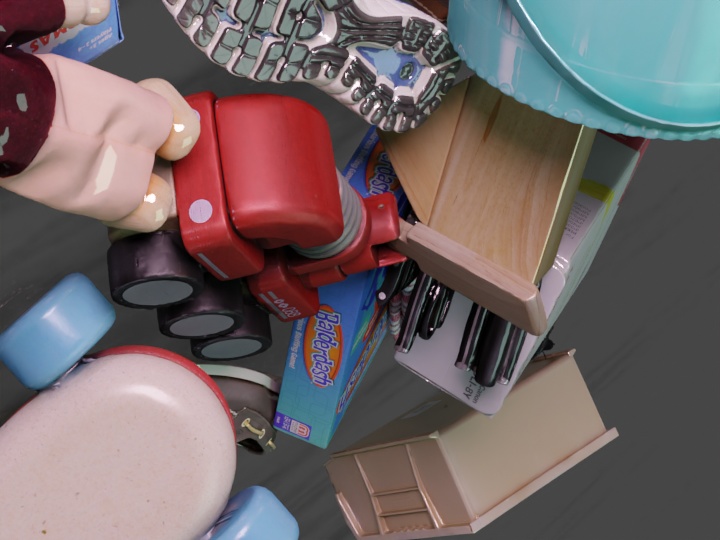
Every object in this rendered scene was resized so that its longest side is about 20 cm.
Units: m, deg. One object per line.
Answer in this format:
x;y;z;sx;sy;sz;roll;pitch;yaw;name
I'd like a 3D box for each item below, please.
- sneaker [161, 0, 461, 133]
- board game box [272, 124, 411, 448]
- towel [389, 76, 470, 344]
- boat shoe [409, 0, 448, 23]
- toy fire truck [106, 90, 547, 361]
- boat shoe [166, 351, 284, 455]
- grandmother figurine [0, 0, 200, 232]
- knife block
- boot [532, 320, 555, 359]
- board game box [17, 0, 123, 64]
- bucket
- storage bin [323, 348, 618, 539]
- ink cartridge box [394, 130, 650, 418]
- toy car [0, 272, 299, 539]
-0.040;-0.133;0.674;0.199;0.089;0.079;26;102;-48;sneaker
0.000;0.000;0.931;0.201;0.045;0.153;103;11;-45;board game box
0.058;-0.033;0.967;0.200;0.030;0.147;85;27;-73;towel
0.104;-0.194;0.858;0.199;0.076;0.074;-33;159;-36;boat shoe
-0.016;-0.018;0.711;0.198;0.130;0.176;-13;160;10;toy fire truck
-0.096;0.092;0.932;0.200;0.071;0.060;33;70;-73;boat shoe
-0.138;-0.059;0.536;0.200;0.060;0.122;23;80;-66;grandmother figurine
0.094;-0.030;0.791;0.199;0.177;0.064;-26;-176;23;knife block
0.165;-0.012;1.277;0.162;0.073;0.200;-29;129;-76;boot
-0.160;-0.124;0.500;0.151;0.037;0.201;-39;156;-26;board game box
0.137;-0.163;0.651;0.207;0.206;0.136;-30;140;-40;bucket
0.097;0.168;1.302;0.199;0.094;0.198;-26;-178;-35;storage bin
0.115;-0.020;0.945;0.200;0.083;0.146;-49;164;-49;ink cartridge box
-0.151;0.106;0.785;0.177;0.185;0.200;-40;-170;1;toy car
